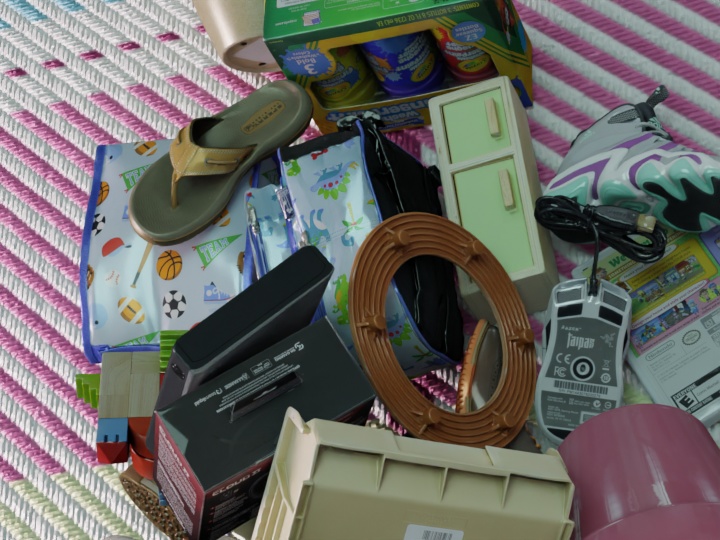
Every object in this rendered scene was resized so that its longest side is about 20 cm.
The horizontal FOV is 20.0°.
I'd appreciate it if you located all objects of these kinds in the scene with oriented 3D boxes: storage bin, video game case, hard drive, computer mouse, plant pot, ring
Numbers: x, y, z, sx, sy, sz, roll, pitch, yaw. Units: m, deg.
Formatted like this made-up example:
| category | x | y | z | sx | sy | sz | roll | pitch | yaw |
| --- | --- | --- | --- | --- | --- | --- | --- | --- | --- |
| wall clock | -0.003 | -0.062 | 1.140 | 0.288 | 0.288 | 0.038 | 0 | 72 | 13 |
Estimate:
| category | x | y | z | sx | sy | sz | roll | pitch | yaw |
| --- | --- | --- | --- | --- | --- | --- | --- | --- | --- |
| storage bin | 0.029 | 0.205 | 1.444 | 0.199 | 0.199 | 0.094 | 10 | 20 | -13 |
| video game case | 0.299 | 0.017 | 1.660 | 0.200 | 0.022 | 0.182 | -32 | 57 | 4 |
| hard drive | -0.096 | 0.068 | 1.566 | 0.139 | 0.200 | 0.033 | -37 | 78 | -25 |
| computer mouse | 0.181 | 0.044 | 1.647 | 0.109 | 0.044 | 0.201 | 9 | 93 | 3 |
| plant pot | -0.095 | -0.294 | 1.903 | 0.187 | 0.187 | 0.201 | -11 | 74 | 16 |
| plant pot | 0.218 | 0.206 | 1.504 | 0.199 | 0.200 | 0.179 | -22 | 42 | 10 |
| ring | 0.070 | 0.047 | 1.594 | 0.019 | 0.200 | 0.201 | -24 | 52 | 43 |

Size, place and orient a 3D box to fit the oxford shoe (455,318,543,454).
| category | x | y | z | sx | sy | sz | roll | pitch | yaw |
| --- | --- | --- | --- | --- | --- | --- | --- | --- | --- |
| oxford shoe | 0.112 | 0.137 | 1.653 | 0.073 | 0.071 | 0.201 | 2 | 70 | 3 |

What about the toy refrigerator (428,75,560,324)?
| category | x | y | z | sx | sy | sz | roll | pitch | yaw |
| --- | --- | --- | --- | --- | --- | --- | --- | --- | --- |
| toy refrigerator | 0.114 | -0.062 | 1.746 | 0.076 | 0.070 | 0.201 | -16 | 59 | 14 |

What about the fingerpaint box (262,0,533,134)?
| category | x | y | z | sx | sy | sz | roll | pitch | yaw |
| --- | --- | --- | --- | --- | --- | --- | --- | --- | --- |
| fingerpaint box | 0.036 | -0.198 | 1.790 | 0.199 | 0.167 | 0.074 | -9 | 59 | 16 |

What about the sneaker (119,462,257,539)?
| category | x | y | z | sx | sy | sz | roll | pitch | yaw |
| --- | --- | --- | --- | --- | --- | --- | --- | --- | --- |
| sneaker | -0.107 | 0.199 | 1.706 | 0.090 | 0.067 | 0.200 | -41 | 47 | -24 |

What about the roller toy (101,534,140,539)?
| category | x | y | z | sx | sy | sz | roll | pitch | yaw |
| --- | --- | --- | --- | --- | --- | --- | --- | --- | --- |
| roller toy | -0.149 | 0.292 | 1.592 | 0.182 | 0.200 | 0.140 | 16 | 70 | 34 |

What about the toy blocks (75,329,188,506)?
| category | x | y | z | sx | sy | sz | roll | pitch | yaw |
| --- | --- | --- | --- | --- | --- | --- | --- | --- | --- |
| toy blocks | -0.140 | 0.132 | 1.685 | 0.199 | 0.100 | 0.137 | 0 | 44 | -2 |

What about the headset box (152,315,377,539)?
| category | x | y | z | sx | sy | sz | roll | pitch | yaw |
| --- | --- | --- | --- | --- | --- | --- | --- | --- | --- |
| headset box | -0.075 | 0.123 | 1.533 | 0.149 | 0.200 | 0.077 | -29 | 74 | -15 |

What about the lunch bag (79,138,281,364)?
| category | x | y | z | sx | sy | sz | roll | pitch | yaw |
| --- | --- | --- | --- | --- | --- | --- | --- | --- | --- |
| lunch bag | -0.153 | -0.009 | 1.794 | 0.169 | 0.124 | 0.201 | -7 | 55 | 16 |

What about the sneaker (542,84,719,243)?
| category | x | y | z | sx | sy | sz | roll | pitch | yaw |
| --- | --- | --- | --- | --- | --- | --- | --- | --- | --- |
| sneaker | 0.250 | -0.101 | 1.695 | 0.199 | 0.078 | 0.140 | -4 | 48 | 33 |

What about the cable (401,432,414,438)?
| category | x | y | z | sx | sy | sz | roll | pitch | yaw |
| --- | --- | --- | --- | --- | --- | --- | --- | --- | --- |
| cable | 0.026 | 0.204 | 1.597 | 0.051 | 0.200 | 0.164 | 19 | 106 | -1 |

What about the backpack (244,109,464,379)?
| category | x | y | z | sx | sy | sz | roll | pitch | yaw |
| --- | --- | --- | --- | --- | --- | --- | --- | --- | --- |
| backpack | 0.000 | 0.000 | 1.696 | 0.147 | 0.183 | 0.201 | -22 | 65 | 17 |

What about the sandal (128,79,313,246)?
| category | x | y | z | sx | sy | sz | roll | pitch | yaw |
| --- | --- | --- | --- | --- | --- | --- | --- | --- | --- |
| sandal | -0.123 | -0.103 | 1.741 | 0.200 | 0.054 | 0.080 | -42 | 61 | -17 |
